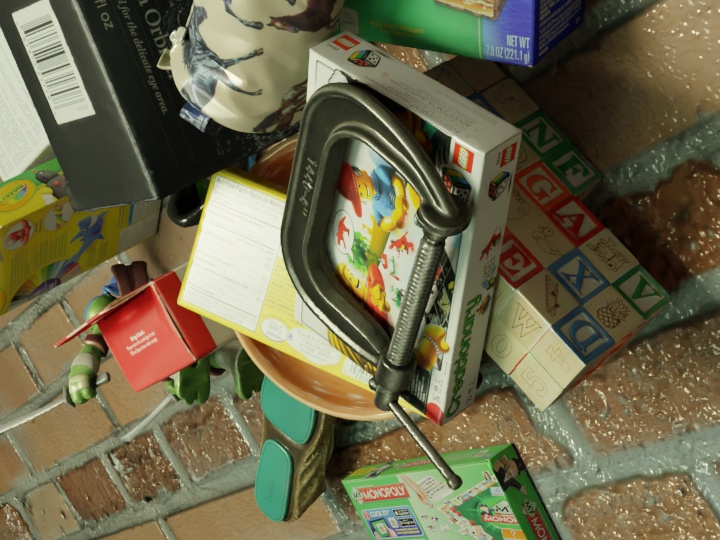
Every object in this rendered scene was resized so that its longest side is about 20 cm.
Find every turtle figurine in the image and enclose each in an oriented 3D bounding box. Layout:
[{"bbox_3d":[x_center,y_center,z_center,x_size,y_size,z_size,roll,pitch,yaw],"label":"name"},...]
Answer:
[{"bbox_3d":[-0.188,0.103,1.243,0.194,0.200,0.144,9,155,43],"label":"turtle figurine"}]

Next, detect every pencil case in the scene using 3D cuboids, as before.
[{"bbox_3d":[-0.048,-0.165,0.741,0.089,0.078,0.200,13,136,-11],"label":"pencil case"}]

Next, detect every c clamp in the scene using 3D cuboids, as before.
[{"bbox_3d":[0.016,0.000,0.755,0.171,0.027,0.200,42,143,31],"label":"c clamp"}]

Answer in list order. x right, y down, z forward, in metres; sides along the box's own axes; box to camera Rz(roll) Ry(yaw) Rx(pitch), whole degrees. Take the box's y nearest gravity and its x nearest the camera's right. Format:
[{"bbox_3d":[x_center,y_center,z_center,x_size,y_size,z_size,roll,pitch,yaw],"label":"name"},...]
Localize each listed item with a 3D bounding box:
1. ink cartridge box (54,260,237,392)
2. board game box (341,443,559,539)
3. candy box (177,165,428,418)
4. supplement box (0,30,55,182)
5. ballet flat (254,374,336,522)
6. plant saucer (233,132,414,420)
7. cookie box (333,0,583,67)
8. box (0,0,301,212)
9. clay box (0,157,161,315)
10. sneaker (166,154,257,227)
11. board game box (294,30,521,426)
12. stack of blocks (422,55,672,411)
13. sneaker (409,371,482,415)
[{"bbox_3d":[-0.118,0.027,1.045,0.067,0.200,0.116,60,145,0],"label":"ink cartridge box"},{"bbox_3d":[0.077,0.210,1.085,0.200,0.029,0.135,-19,98,55],"label":"board game box"},{"bbox_3d":[-0.020,0.012,0.904,0.200,0.026,0.102,23,105,17],"label":"candy box"},{"bbox_3d":[-0.250,-0.159,1.162,0.200,0.101,0.103,-30,90,55],"label":"supplement box"},{"bbox_3d":[-0.047,0.127,1.148,0.071,0.065,0.200,39,138,25],"label":"ballet flat"},{"bbox_3d":[0.000,0.000,0.928,0.200,0.037,0.200,5,102,22],"label":"plant saucer"},{"bbox_3d":[0.033,-0.227,0.752,0.171,0.075,0.200,14,126,26],"label":"cookie box"},{"bbox_3d":[-0.119,-0.168,0.906,0.117,0.200,0.197,-3,112,53],"label":"box"},{"bbox_3d":[-0.258,-0.040,1.170,0.048,0.200,0.115,43,141,22],"label":"clay box"},{"bbox_3d":[-0.122,-0.115,1.050,0.071,0.083,0.200,32,136,33],"label":"sneaker"},{"bbox_3d":[0.020,-0.020,0.783,0.126,0.035,0.200,34,138,30],"label":"board game box"},{"bbox_3d":[0.088,-0.029,0.824,0.200,0.115,0.059,49,144,14],"label":"stack of blocks"},{"bbox_3d":[0.031,0.004,0.972,0.115,0.076,0.200,-16,106,43],"label":"sneaker"}]
